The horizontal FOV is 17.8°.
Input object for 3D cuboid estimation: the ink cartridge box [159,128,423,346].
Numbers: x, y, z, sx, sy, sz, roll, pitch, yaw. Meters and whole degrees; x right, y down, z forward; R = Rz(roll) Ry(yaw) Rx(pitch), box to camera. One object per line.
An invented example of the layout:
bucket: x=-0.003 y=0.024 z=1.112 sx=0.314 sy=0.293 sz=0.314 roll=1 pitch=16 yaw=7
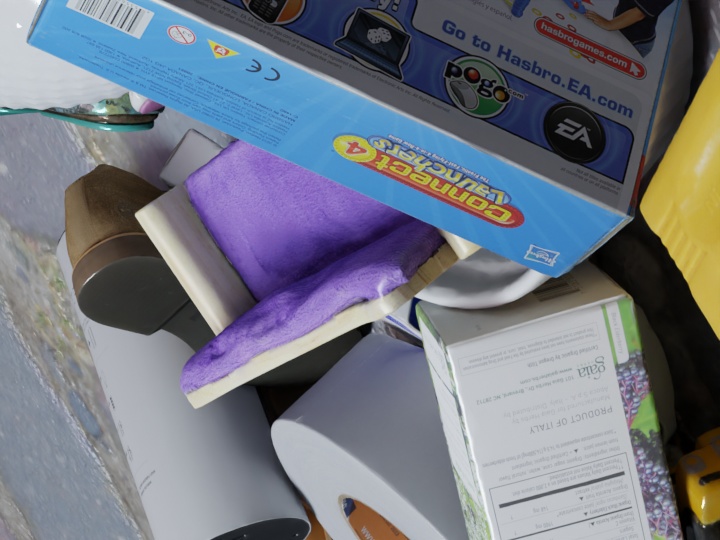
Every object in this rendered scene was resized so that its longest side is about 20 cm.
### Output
ink cartridge box: x=0.000 y=0.000 z=1.097 sx=0.200 sy=0.037 sz=0.095 roll=33 pitch=177 yaw=34

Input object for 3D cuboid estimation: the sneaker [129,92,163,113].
sneaker: x=-0.074 y=-0.150 z=1.066 sx=0.089 sy=0.080 sz=0.200 roll=63 pitch=149 yaw=8

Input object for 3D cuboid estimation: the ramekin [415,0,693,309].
ramekin: x=0.041 y=-0.095 z=0.931 sx=0.200 sy=0.105 sz=0.200 roll=34 pitch=143 yaw=30

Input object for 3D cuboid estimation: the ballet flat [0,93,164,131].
ballet flat: x=-0.169 y=-0.113 z=1.246 sx=0.200 sy=0.074 sz=0.074 roll=7 pitch=125 yaw=48

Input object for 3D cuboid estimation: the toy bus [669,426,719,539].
toy bus: x=0.172 y=0.147 z=1.004 sx=0.078 sy=0.065 sz=0.200 roll=-119 pitch=14 yaw=-56

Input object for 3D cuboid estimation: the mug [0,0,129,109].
mug: x=-0.127 y=-0.159 z=0.880 sx=0.175 sy=0.147 sz=0.201 roll=12 pitch=118 yaw=53

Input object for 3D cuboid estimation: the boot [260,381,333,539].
boot: x=-0.030 y=0.154 z=1.289 sx=0.155 sy=0.074 sz=0.200 roll=-37 pitch=75 yaw=55

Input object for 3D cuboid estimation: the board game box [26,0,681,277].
board game box: x=0.013 y=-0.126 z=0.782 sx=0.200 sy=0.196 sz=0.056 roll=24 pitch=150 yaw=-12

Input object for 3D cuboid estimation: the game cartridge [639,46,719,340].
game cartridge: x=0.181 y=-0.011 z=0.810 sx=0.200 sy=0.032 sz=0.177 roll=60 pitch=145 yaw=33

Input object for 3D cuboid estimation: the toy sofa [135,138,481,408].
toy sofa: x=-0.018 y=-0.022 z=0.887 sx=0.083 sy=0.098 sz=0.200 roll=56 pitch=149 yaw=-3

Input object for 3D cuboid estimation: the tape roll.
tape roll: x=0.048 y=0.125 z=1.113 sx=0.200 sy=0.066 sz=0.200 roll=43 pitch=163 yaw=16

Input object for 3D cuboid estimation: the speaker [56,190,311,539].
speaker: x=-0.095 y=0.063 z=1.216 sx=0.200 sy=0.081 sz=0.081 roll=68 pitch=154 yaw=24

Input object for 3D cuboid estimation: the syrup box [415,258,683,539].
syrup box: x=0.087 y=0.104 z=0.964 sx=0.079 sy=0.081 sz=0.201 roll=-122 pitch=17 yaw=-75

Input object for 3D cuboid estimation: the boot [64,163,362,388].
boot: x=-0.071 y=0.002 z=1.153 sx=0.074 sy=0.200 sz=0.076 roll=-38 pitch=52 yaw=20

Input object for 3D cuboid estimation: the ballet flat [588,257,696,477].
ballet flat: x=0.090 y=0.021 z=1.022 sx=0.071 sy=0.069 sz=0.200 roll=-29 pitch=100 yaw=40
